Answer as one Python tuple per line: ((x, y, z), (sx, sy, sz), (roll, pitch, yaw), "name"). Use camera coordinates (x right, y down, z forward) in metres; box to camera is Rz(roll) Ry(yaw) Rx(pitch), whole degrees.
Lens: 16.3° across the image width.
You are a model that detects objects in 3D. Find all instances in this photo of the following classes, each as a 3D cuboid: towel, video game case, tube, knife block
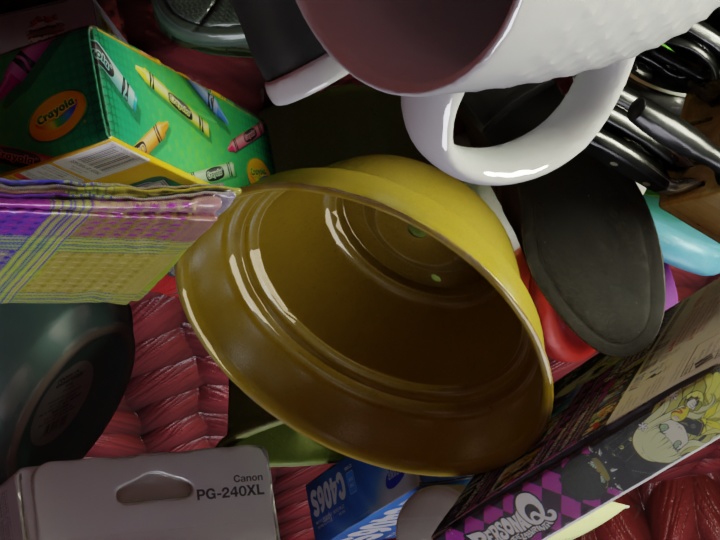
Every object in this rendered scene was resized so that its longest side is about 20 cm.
((-0.169, -0.015, 1.164), (0.199, 0.023, 0.144), (1, 162, -24), "towel")
((0.138, 0.068, 1.270), (0.181, 0.036, 0.200), (-33, -176, 24), "video game case")
((0.083, 0.145, 1.430), (0.058, 0.052, 0.200), (29, -171, 26), "tube")
((0.190, -0.041, 1.216), (0.175, 0.201, 0.064), (-24, -173, -33), "knife block")

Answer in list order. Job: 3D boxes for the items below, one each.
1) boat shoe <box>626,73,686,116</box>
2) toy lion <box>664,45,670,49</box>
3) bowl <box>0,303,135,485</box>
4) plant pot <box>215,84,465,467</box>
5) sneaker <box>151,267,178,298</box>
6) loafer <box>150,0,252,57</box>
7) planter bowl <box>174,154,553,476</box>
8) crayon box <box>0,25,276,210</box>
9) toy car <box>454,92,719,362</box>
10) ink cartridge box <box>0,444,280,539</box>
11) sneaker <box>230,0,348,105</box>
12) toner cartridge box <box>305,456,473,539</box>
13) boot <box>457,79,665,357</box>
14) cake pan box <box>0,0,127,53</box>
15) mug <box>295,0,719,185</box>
((0.198, -0.091, 1.424), (0.200, 0.074, 0.061), (-9, 128, -59), "boat shoe")
((0.155, -0.146, 1.265), (0.191, 0.069, 0.200), (-5, 168, 7), "toy lion")
((-0.207, 0.056, 1.477), (0.105, 0.201, 0.201), (31, 179, 18), "bowl")
((0.000, 0.000, 1.453), (0.199, 0.191, 0.200), (-10, 166, -2), "plant pot")
((-0.119, -0.014, 1.601), (0.085, 0.077, 0.200), (-3, 163, 19), "sneaker")
((0.001, -0.128, 1.185), (0.199, 0.072, 0.063), (2, 166, -4), "loafer")
((0.015, 0.004, 1.239), (0.200, 0.084, 0.201), (17, 141, 15), "planter bowl")
((-0.132, -0.052, 1.218), (0.118, 0.059, 0.200), (-16, 165, 18), "crayon box")
((0.147, -0.022, 1.558), (0.199, 0.151, 0.175), (-20, 163, 35), "toy car")
((-0.142, 0.161, 1.442), (0.145, 0.084, 0.200), (-4, 168, -20), "ink cartridge box")
((0.013, -0.161, 1.068), (0.200, 0.099, 0.071), (-39, -164, -33), "sneaker")
((0.042, 0.120, 1.478), (0.095, 0.043, 0.200), (-7, 166, -19), "toner cartridge box")
((0.098, -0.039, 1.318), (0.068, 0.189, 0.200), (-36, 174, 2), "boot")
((-0.206, -0.073, 1.297), (0.199, 0.053, 0.184), (-12, 164, 4), "cake pan box")
((0.073, -0.127, 0.994), (0.175, 0.201, 0.147), (-11, -147, -40), "mug")
